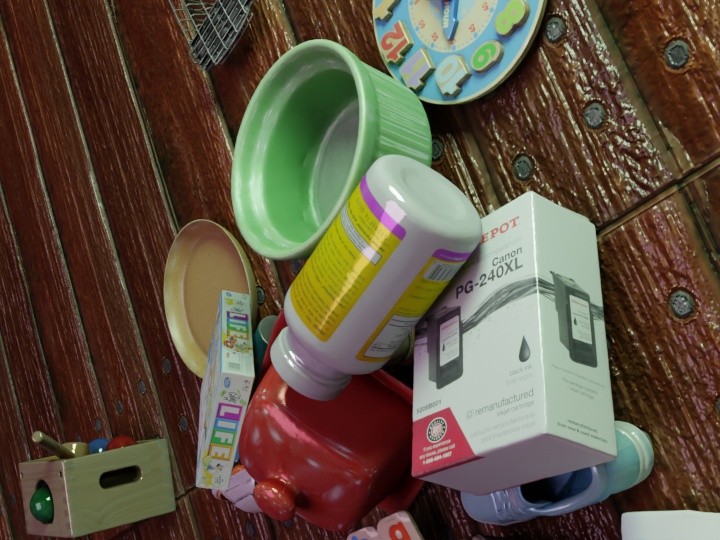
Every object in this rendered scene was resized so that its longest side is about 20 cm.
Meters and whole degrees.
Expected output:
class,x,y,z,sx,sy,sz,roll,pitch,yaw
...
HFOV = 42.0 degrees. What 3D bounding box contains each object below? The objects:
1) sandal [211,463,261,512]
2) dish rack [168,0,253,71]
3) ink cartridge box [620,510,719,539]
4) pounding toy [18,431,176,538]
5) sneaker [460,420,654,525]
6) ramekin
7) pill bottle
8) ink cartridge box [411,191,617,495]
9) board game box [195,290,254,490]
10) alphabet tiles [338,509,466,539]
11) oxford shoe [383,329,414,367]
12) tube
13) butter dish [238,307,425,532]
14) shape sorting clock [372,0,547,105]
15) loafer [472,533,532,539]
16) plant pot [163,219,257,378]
class,x,y,z,sx,sy,sz,roll,pitch,yaw
sandal,-0.097,0.237,1.058,0.207,0.079,0.060,-41,62,40
dish rack,-0.176,-0.346,1.111,0.153,0.054,0.201,-46,63,42
ink cartridge box,0.252,0.242,0.620,0.200,0.047,0.161,145,132,-64
pounding toy,-0.378,0.280,1.286,0.183,0.199,0.143,-15,82,48
sneaker,0.141,0.172,0.782,0.200,0.082,0.074,-36,67,44
ramekin,-0.026,-0.100,0.865,0.199,0.097,0.202,-16,68,47
pill bottle,0.005,0.012,0.766,0.200,0.104,0.104,-54,56,26
ink cartridge box,0.115,0.060,0.745,0.145,0.083,0.201,-31,47,45
board game box,-0.148,0.124,1.020,0.200,0.034,0.135,-109,32,-66
alphabet tiles,0.046,0.336,0.903,0.199,0.015,0.197,-33,84,28
oxford shoe,0.000,0.000,0.928,0.070,0.074,0.201,-40,64,43
tube,-0.127,0.138,1.112,0.201,0.050,0.078,-62,36,38
butter dish,-0.044,0.172,0.883,0.199,0.148,0.201,35,140,13
shape sorting clock,0.082,-0.250,0.838,0.199,0.039,0.202,7,99,48
loafer,0.142,0.266,0.754,0.200,0.075,0.069,-172,93,-74
plant pot,-0.185,0.036,1.176,0.199,0.027,0.202,8,100,48
